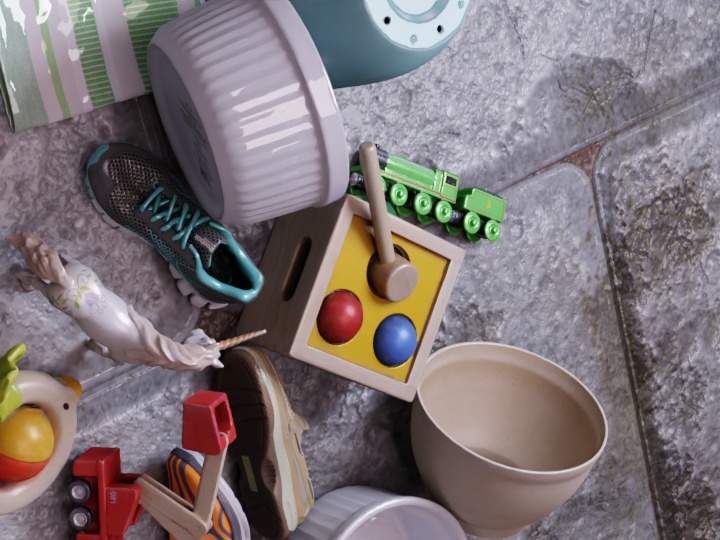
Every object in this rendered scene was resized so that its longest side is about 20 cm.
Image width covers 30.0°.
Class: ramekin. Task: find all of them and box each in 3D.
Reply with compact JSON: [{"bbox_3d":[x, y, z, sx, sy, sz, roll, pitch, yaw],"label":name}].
[{"bbox_3d":[0.007,0.314,1.349,0.200,0.098,0.202,-7,102,-35],"label":"ramekin"},{"bbox_3d":[-0.100,-0.133,1.122,0.105,0.200,0.201,-24,111,-17],"label":"ramekin"}]

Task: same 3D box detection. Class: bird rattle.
[{"bbox_3d":[-0.301,0.151,1.106,0.163,0.112,0.201,5,98,-52],"label":"bird rattle"}]

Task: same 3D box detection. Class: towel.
[{"bbox_3d":[-0.221,-0.217,1.143,0.199,0.023,0.153,-22,111,-31],"label":"towel"}]

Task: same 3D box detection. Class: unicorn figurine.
[{"bbox_3d":[-0.204,0.040,1.127,0.200,0.137,0.074,27,82,-36],"label":"unicorn figurine"}]

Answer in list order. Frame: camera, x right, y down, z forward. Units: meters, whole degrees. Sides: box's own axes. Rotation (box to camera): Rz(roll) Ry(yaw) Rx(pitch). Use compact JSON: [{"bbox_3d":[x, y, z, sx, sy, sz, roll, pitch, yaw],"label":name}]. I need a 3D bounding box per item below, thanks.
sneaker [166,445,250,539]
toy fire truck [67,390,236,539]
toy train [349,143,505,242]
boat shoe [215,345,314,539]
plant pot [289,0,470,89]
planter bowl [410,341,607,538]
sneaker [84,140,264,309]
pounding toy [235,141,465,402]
[{"bbox_3d":[-0.159,0.266,1.235,0.112,0.077,0.201,-30,114,-29],"label":"sneaker"},{"bbox_3d":[-0.181,0.207,1.175,0.140,0.049,0.201,1,99,10],"label":"toy fire truck"},{"bbox_3d":[0.071,-0.077,1.365,0.199,0.042,0.057,19,77,-36],"label":"toy train"},{"bbox_3d":[-0.084,0.155,1.284,0.076,0.071,0.201,-31,123,-42],"label":"boat shoe"},{"bbox_3d":[0.006,-0.260,1.212,0.200,0.161,0.202,-7,103,-35],"label":"plant pot"},{"bbox_3d":[0.138,0.188,1.379,0.199,0.200,0.135,-9,129,-34],"label":"planter bowl"},{"bbox_3d":[-0.154,-0.039,1.178,0.200,0.091,0.078,45,71,-32],"label":"sneaker"},{"bbox_3d":[0.000,0.000,1.262,0.184,0.142,0.201,24,84,-36],"label":"pounding toy"}]
